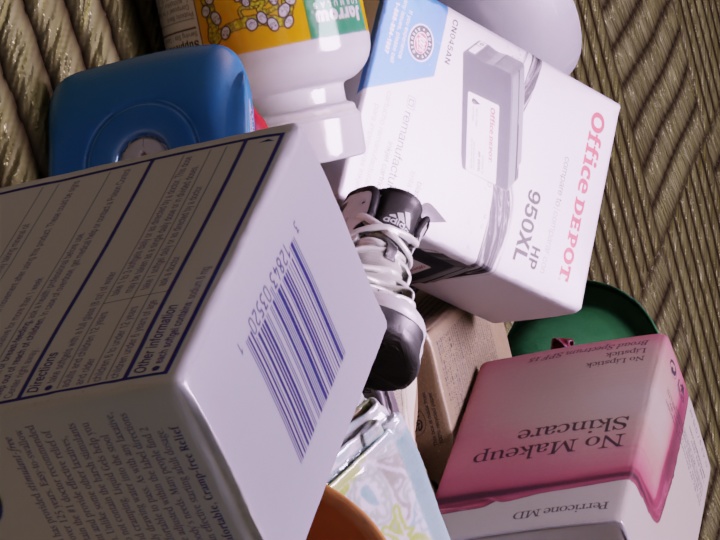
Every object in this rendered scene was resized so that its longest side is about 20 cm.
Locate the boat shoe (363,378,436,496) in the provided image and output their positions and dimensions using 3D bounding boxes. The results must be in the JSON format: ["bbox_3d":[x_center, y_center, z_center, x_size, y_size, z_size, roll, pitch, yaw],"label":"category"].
[{"bbox_3d":[0.003,0.119,1.382,0.065,0.072,0.200,-14,100,-57],"label":"boat shoe"}]

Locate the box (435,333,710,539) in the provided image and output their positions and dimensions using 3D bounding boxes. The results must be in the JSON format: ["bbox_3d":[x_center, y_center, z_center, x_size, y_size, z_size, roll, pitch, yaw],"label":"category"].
[{"bbox_3d":[0.126,0.141,1.399,0.200,0.128,0.109,-65,140,-57],"label":"box"}]

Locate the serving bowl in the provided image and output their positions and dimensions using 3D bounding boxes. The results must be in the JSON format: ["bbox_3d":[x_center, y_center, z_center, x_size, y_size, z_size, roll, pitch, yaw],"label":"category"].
[{"bbox_3d":[0.045,-0.177,1.512,0.066,0.200,0.200,-47,134,-20],"label":"serving bowl"}]

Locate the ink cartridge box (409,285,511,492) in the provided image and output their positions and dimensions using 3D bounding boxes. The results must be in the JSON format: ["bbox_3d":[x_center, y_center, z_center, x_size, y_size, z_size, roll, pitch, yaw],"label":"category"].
[{"bbox_3d":[0.054,0.117,1.508,0.165,0.075,0.200,-38,115,-69],"label":"ink cartridge box"}]

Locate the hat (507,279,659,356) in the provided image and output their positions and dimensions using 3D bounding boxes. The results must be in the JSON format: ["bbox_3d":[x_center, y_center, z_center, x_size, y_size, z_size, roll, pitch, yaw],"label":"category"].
[{"bbox_3d":[0.104,0.082,1.612,0.176,0.200,0.166,1,35,-45],"label":"hat"}]

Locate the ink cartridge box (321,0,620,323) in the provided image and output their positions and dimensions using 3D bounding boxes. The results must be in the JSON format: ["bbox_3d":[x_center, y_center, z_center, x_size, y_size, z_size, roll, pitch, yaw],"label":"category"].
[{"bbox_3d":[0.052,-0.069,1.422,0.200,0.084,0.145,25,70,-35],"label":"ink cartridge box"}]

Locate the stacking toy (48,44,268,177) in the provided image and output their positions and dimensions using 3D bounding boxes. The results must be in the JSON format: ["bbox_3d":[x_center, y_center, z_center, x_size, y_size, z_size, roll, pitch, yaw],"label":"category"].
[{"bbox_3d":[-0.070,-0.030,1.201,0.200,0.110,0.116,34,49,-66],"label":"stacking toy"}]

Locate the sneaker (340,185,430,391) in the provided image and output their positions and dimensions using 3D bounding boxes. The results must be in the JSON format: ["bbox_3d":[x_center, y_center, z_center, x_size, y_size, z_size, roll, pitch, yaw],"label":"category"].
[{"bbox_3d":[0.000,0.000,1.259,0.116,0.076,0.200,-64,-166,-11],"label":"sneaker"}]

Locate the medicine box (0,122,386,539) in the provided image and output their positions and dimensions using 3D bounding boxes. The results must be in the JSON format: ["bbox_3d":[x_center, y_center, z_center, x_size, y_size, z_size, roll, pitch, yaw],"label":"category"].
[{"bbox_3d":[-0.113,0.047,0.905,0.182,0.200,0.103,-68,141,-55],"label":"medicine box"}]

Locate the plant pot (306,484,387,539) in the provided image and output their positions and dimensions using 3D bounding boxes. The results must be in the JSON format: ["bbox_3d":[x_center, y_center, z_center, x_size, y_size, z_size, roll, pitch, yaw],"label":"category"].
[{"bbox_3d":[-0.072,0.197,0.990,0.200,0.200,0.140,-77,166,-46],"label":"plant pot"}]

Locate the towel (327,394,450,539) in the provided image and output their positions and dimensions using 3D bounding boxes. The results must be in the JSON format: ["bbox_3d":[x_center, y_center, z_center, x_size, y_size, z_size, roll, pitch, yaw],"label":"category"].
[{"bbox_3d":[-0.016,0.188,1.251,0.171,0.048,0.200,-40,121,-36],"label":"towel"}]

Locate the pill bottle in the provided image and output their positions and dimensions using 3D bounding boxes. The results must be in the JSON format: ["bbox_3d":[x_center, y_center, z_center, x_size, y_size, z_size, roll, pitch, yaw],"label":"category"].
[{"bbox_3d":[-0.057,-0.154,1.282,0.113,0.113,0.200,-20,100,-70],"label":"pill bottle"}]
